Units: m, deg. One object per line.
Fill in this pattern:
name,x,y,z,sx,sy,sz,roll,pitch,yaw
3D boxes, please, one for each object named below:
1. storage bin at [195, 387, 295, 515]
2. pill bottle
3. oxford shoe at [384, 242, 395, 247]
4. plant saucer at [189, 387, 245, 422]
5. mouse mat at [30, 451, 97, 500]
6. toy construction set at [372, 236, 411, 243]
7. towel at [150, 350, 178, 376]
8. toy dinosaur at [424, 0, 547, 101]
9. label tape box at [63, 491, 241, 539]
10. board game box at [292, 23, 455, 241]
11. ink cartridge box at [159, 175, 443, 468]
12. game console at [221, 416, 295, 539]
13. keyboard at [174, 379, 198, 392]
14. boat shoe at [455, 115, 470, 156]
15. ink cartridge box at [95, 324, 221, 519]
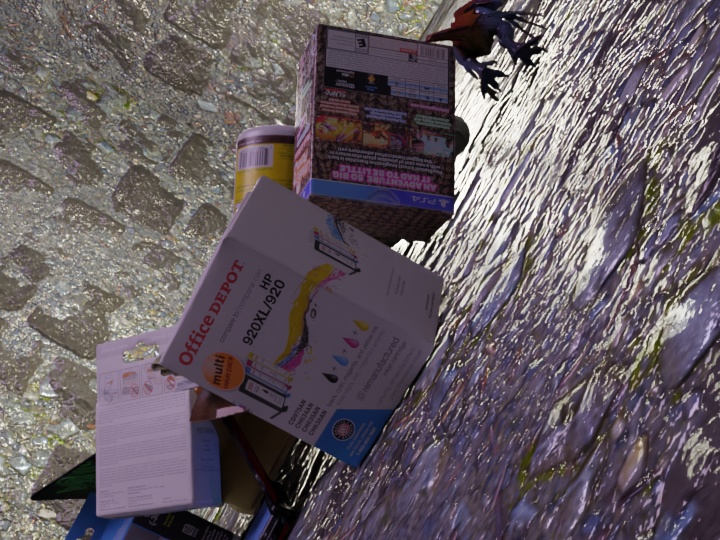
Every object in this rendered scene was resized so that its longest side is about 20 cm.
storage bin,-0.175,0.192,1.492,0.200,0.094,0.199,34,-97,-56
pill bottle,-0.092,-0.058,1.386,0.109,0.109,0.201,145,128,-77
oxford shoe,-0.008,-0.043,1.492,0.200,0.075,0.058,-38,29,-14
plant saucer,-0.086,0.110,1.255,0.200,0.200,0.037,167,87,-82
mouse mat,-0.299,0.258,1.542,0.161,0.008,0.200,-34,-26,25
toy construction set,0.000,0.000,1.391,0.200,0.092,0.132,-57,-22,-48
towel,-0.103,0.068,1.248,0.200,0.037,0.148,-17,6,-42
toy dinosaur,0.130,-0.267,1.298,0.105,0.200,0.182,-44,42,13
label tape box,-0.266,0.355,1.482,0.063,0.199,0.145,-61,5,47
board game box,0.014,-0.147,1.319,0.097,0.159,0.201,133,142,-67
ink cartridge box,-0.049,0.043,1.077,0.148,0.199,0.145,-59,6,24
game console,-0.141,0.250,1.310,0.173,0.118,0.200,-62,5,-5
keyboard,-0.100,0.092,1.242,0.056,0.011,0.200,-9,6,42
boat shoe,0.040,-0.116,1.429,0.201,0.075,0.065,-24,39,6
ink cartridge box,-0.232,0.172,1.365,0.160,0.050,0.201,-14,71,36
